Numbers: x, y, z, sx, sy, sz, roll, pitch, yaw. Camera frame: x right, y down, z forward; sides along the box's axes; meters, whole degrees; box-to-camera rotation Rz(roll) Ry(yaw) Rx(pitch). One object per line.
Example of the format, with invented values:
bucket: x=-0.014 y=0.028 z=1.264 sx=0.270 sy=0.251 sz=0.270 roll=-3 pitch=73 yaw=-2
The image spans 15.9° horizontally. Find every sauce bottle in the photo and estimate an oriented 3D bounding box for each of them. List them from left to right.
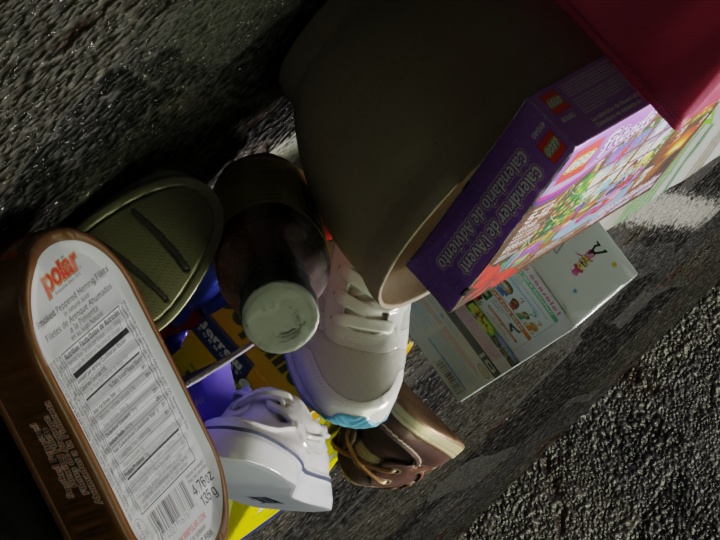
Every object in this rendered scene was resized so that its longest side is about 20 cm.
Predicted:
sauce bottle: x=-0.049 y=-0.007 z=1.392 sx=0.066 sy=0.066 sz=0.200 roll=-45 pitch=-162 yaw=12

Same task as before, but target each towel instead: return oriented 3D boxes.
towel: x=0.206 y=-0.087 z=1.682 sx=0.200 sy=0.031 sz=0.149 roll=-32 pitch=168 yaw=-25

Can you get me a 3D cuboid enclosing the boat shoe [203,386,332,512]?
boat shoe: x=-0.060 y=0.099 z=1.503 sx=0.200 sy=0.073 sz=0.066 roll=56 pitch=37 yaw=-76

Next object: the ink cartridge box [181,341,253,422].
ink cartridge box: x=-0.144 y=0.104 z=1.491 sx=0.199 sy=0.044 sz=0.198 roll=-27 pitch=-179 yaw=18

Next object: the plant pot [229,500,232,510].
plant pot: x=-0.169 y=0.188 z=1.666 sx=0.200 sy=0.187 sz=0.187 roll=-58 pitch=165 yaw=8

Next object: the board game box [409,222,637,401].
board game box: x=0.078 y=-0.011 z=1.687 sx=0.064 sy=0.148 sz=0.200 roll=-36 pitch=179 yaw=-24

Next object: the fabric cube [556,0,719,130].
fabric cube: x=0.195 y=-0.230 z=1.303 sx=0.200 sy=0.196 sz=0.199 roll=-31 pitch=165 yaw=-45

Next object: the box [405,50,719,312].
box: x=0.123 y=-0.065 z=1.362 sx=0.200 sy=0.039 sz=0.137 roll=-30 pitch=161 yaw=-45

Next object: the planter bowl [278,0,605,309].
planter bowl: x=0.042 y=-0.096 z=1.408 sx=0.200 sy=0.135 sz=0.200 roll=-40 pitch=168 yaw=-11

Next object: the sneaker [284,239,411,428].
sneaker: x=0.000 y=0.000 z=1.569 sx=0.081 sy=0.076 sz=0.201 roll=118 pitch=-21 yaw=-58

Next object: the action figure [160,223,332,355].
action figure: x=-0.103 y=0.017 z=1.542 sx=0.200 sy=0.052 sz=0.065 roll=-40 pitch=163 yaw=8

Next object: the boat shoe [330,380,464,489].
boat shoe: x=0.020 y=0.116 z=1.699 sx=0.072 sy=0.072 sz=0.200 roll=-44 pitch=174 yaw=-4

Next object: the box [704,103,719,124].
box: x=0.160 y=-0.142 z=1.533 sx=0.199 sy=0.041 sz=0.156 roll=-6 pitch=147 yaw=-6

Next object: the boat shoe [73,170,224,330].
boat shoe: x=-0.151 y=0.024 z=1.388 sx=0.200 sy=0.075 sz=0.068 roll=-48 pitch=-169 yaw=4

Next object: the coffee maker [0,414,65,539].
coffee maker: x=-0.243 y=0.149 z=1.334 sx=0.200 sy=0.193 sz=0.134 roll=-29 pitch=167 yaw=35

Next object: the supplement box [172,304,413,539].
supplement box: x=-0.066 y=0.085 z=1.737 sx=0.109 sy=0.109 sz=0.200 roll=-34 pitch=164 yaw=-36

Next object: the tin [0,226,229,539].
tin: x=-0.129 y=0.072 z=1.306 sx=0.042 sy=0.201 sz=0.112 roll=-20 pitch=-167 yaw=25
